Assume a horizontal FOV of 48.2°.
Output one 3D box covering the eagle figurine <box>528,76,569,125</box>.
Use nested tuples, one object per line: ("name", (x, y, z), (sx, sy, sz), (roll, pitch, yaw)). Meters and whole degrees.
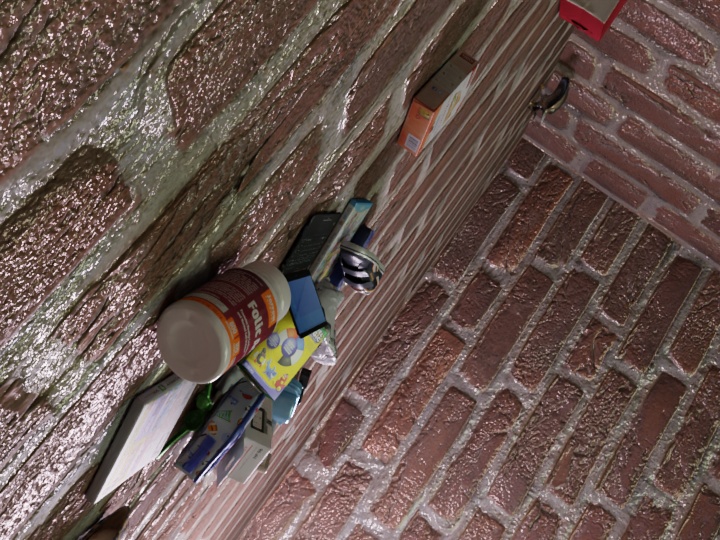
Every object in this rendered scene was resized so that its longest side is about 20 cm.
("eagle figurine", (0.828, -0.746, 3.501), (0.153, 0.196, 0.153), (-94, 162, -51))

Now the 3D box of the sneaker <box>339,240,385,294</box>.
("sneaker", (0.000, 0.000, 1.736), (0.081, 0.077, 0.200), (-66, 155, -8))

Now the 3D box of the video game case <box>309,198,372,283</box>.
("video game case", (-0.047, -0.061, 1.699), (0.202, 0.018, 0.143), (-59, 170, 11))

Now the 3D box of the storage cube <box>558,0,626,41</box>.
("storage cube", (0.753, -0.880, 2.577), (0.202, 0.169, 0.180), (-56, 169, 6))

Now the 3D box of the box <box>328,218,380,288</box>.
("box", (-0.023, -0.029, 1.840), (0.202, 0.032, 0.121), (-57, 177, -14))

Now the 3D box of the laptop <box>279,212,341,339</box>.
("laptop", (-0.075, 0.004, 1.507), (0.202, 0.102, 0.177), (-58, 171, 12))

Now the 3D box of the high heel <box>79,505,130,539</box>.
("high heel", (-0.431, 0.438, 1.288), (0.144, 0.070, 0.201), (-60, 175, -18))

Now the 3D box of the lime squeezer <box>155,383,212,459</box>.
("lime squeezer", (-0.298, 0.247, 1.436), (0.070, 0.038, 0.202), (22, 104, -49))

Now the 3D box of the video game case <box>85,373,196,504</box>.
("video game case", (-0.334, 0.248, 1.259), (0.202, 0.022, 0.182), (-59, 171, 20))

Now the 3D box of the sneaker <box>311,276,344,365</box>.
("sneaker", (-0.073, 0.110, 1.725), (0.202, 0.073, 0.116), (75, 33, -46))

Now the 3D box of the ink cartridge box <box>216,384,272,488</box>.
("ink cartridge box", (-0.235, 0.345, 1.642), (0.117, 0.067, 0.202), (-52, -157, 26))

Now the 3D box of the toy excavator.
("toy excavator", (-0.196, 0.333, 1.834), (0.196, 0.098, 0.203), (111, -3, -46))

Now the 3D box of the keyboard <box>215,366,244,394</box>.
("keyboard", (-0.259, 0.228, 1.624), (0.056, 0.011, 0.200), (-49, 169, -13))

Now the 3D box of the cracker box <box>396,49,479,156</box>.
("cracker box", (0.162, -0.349, 1.674), (0.201, 0.057, 0.135), (-51, 170, -34))

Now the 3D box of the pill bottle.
("pill bottle", (-0.183, 0.064, 1.122), (0.115, 0.113, 0.200), (-60, 170, 29))

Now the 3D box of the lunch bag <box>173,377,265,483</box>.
("lunch bag", (-0.269, 0.307, 1.519), (0.201, 0.075, 0.161), (-51, -176, 32))

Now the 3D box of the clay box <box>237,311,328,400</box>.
("clay box", (-0.145, 0.135, 1.557), (0.201, 0.047, 0.116), (-50, 126, -20))
